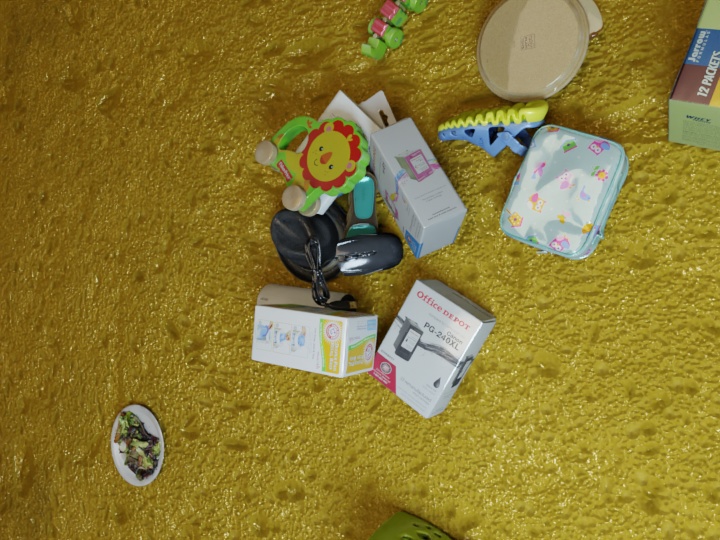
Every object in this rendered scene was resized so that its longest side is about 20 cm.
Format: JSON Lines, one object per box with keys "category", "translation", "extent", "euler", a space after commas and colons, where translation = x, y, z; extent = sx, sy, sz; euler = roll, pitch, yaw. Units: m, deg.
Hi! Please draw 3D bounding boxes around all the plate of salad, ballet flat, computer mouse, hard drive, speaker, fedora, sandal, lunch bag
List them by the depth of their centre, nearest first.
{"category": "lunch bag", "translation": [0.328, -0.119, 0.876], "extent": [0.160, 0.077, 0.200], "euler": [24, 99, 27]}
{"category": "sandal", "translation": [0.225, -0.236, 0.946], "extent": [0.200, 0.079, 0.087], "euler": [6, 122, 39]}
{"category": "computer mouse", "translation": [0.000, 0.000, 0.999], "extent": [0.046, 0.200, 0.141], "euler": [174, 92, -67]}
{"category": "hard drive", "translation": [-0.056, -0.226, 1.050], "extent": [0.200, 0.026, 0.132], "euler": [-50, 63, 20]}
{"category": "ballet flat", "translation": [0.000, -0.102, 1.055], "extent": [0.068, 0.072, 0.200], "euler": [0, 117, -3]}
{"category": "speaker", "translation": [-0.109, 0.075, 1.110], "extent": [0.200, 0.081, 0.081], "euler": [6, 90, 29]}
{"category": "fedora", "translation": [-0.117, -0.068, 1.114], "extent": [0.200, 0.092, 0.201], "euler": [-2, 86, 30]}
{"category": "plate of salad", "translation": [-0.569, 0.439, 1.367], "extent": [0.200, 0.048, 0.201], "euler": [-2, 85, 29]}

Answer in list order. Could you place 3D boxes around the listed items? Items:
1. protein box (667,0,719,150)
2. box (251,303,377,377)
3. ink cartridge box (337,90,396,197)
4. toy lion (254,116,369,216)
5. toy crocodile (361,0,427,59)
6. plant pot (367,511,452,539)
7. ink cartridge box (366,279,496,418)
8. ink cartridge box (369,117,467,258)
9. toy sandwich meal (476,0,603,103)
{"category": "protein box", "translation": [0.524, -0.236, 0.700], "extent": [0.198, 0.200, 0.135], "euler": [21, 98, 29]}
{"category": "box", "translation": [-0.082, 0.121, 0.983], "extent": [0.200, 0.112, 0.102], "euler": [5, 91, 31]}
{"category": "ink cartridge box", "translation": [-0.004, -0.245, 1.077], "extent": [0.200, 0.067, 0.116], "euler": [-28, 73, 26]}
{"category": "toy lion", "translation": [-0.082, -0.212, 1.014], "extent": [0.192, 0.069, 0.200], "euler": [-42, 63, 17]}
{"category": "toy crocodile", "translation": [0.068, -0.501, 1.056], "extent": [0.068, 0.062, 0.200], "euler": [43, 107, 24]}
{"category": "plant pot", "translation": [0.101, 0.548, 0.900], "extent": [0.181, 0.199, 0.200], "euler": [8, 90, 24]}
{"category": "ink cartridge box", "translation": [0.124, 0.133, 0.971], "extent": [0.145, 0.083, 0.200], "euler": [34, 105, 28]}
{"category": "ink cartridge box", "translation": [0.093, -0.143, 0.962], "extent": [0.085, 0.145, 0.200], "euler": [-23, 72, -8]}
{"category": "toy sandwich meal", "translation": [0.295, -0.383, 0.921], "extent": [0.205, 0.070, 0.206], "euler": [6, 101, 31]}
